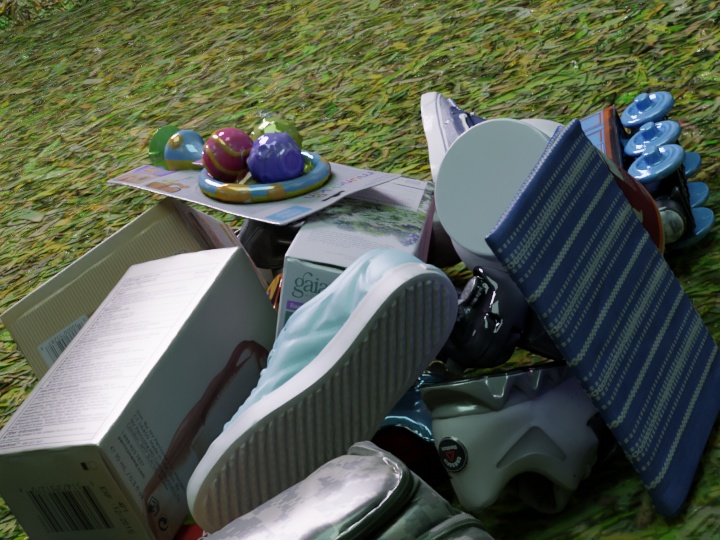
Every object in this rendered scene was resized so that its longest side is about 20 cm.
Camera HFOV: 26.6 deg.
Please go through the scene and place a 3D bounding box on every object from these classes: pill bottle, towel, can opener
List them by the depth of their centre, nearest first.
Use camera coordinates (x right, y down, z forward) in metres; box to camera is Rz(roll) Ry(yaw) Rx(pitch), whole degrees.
[{"bbox_3d":[0.147,0.027,0.881,0.024,0.201,0.145,-23,18,37],"label":"towel"},{"bbox_3d":[0.068,0.038,0.963,0.064,0.078,0.200,-53,12,-11],"label":"can opener"},{"bbox_3d":[0.125,-0.034,1.007,0.112,0.115,0.199,-10,-14,25],"label":"pill bottle"}]

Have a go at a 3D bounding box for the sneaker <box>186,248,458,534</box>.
[{"bbox_3d":[-0.029,0.068,0.895,0.200,0.074,0.082,-43,31,-6],"label":"sneaker"}]

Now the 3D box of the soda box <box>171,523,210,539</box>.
[{"bbox_3d":[-0.119,0.196,0.910,0.198,0.064,0.070,-7,27,31],"label":"soda box"}]

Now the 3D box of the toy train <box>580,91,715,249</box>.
[{"bbox_3d":[0.208,-0.065,1.188,0.113,0.087,0.201,-24,23,18],"label":"toy train"}]

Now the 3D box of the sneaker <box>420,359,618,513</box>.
[{"bbox_3d":[0.118,0.098,0.924,0.198,0.090,0.074,-8,-4,-40],"label":"sneaker"}]

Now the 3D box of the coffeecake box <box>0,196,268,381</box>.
[{"bbox_3d":[-0.165,0.025,1.172,0.153,0.074,0.200,-35,-8,4],"label":"coffeecake box"}]

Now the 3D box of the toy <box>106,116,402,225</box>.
[{"bbox_3d":[-0.081,-0.081,1.071,0.114,0.048,0.199,-25,24,-38],"label":"toy"}]

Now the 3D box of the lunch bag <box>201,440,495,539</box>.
[{"bbox_3d":[-0.026,0.183,0.710,0.199,0.141,0.168,-30,42,-19],"label":"lunch bag"}]

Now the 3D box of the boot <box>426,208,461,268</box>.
[{"bbox_3d":[0.085,-0.031,1.227,0.130,0.071,0.200,-11,5,-8],"label":"boot"}]

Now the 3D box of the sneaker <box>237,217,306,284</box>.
[{"bbox_3d":[-0.021,-0.053,1.310,0.198,0.091,0.067,-19,57,-30],"label":"sneaker"}]

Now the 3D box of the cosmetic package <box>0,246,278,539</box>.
[{"bbox_3d":[-0.136,0.081,0.964,0.102,0.088,0.201,-9,31,32],"label":"cosmetic package"}]

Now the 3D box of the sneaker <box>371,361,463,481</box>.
[{"bbox_3d":[-0.023,0.117,0.989,0.197,0.079,0.090,-15,26,15],"label":"sneaker"}]

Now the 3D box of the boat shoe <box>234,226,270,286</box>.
[{"bbox_3d":[-0.147,0.010,1.342,0.198,0.073,0.072,-29,23,-18],"label":"boat shoe"}]

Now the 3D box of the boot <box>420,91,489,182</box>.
[{"bbox_3d":[0.108,-0.114,1.415,0.089,0.074,0.201,-12,31,4],"label":"boot"}]

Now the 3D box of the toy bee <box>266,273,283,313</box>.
[{"bbox_3d":[-0.064,0.043,1.122,0.130,0.110,0.200,16,19,-34],"label":"toy bee"}]

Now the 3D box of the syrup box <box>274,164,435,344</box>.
[{"bbox_3d":[0.000,0.000,1.031,0.078,0.083,0.200,11,23,5],"label":"syrup box"}]
